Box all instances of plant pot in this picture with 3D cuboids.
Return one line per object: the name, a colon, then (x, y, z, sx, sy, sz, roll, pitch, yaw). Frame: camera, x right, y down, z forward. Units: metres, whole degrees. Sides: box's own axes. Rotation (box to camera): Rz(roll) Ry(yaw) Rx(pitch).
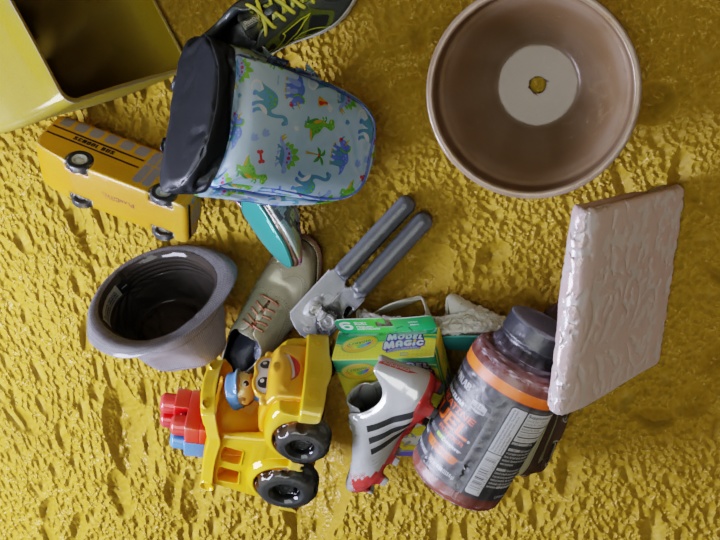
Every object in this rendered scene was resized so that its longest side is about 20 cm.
plant pot: (0.171, -0.177, 0.872, 0.200, 0.093, 0.202, 5, 107, 15)
plant pot: (-0.345, -0.252, 0.954, 0.176, 0.200, 0.201, -22, 100, 34)

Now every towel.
towel: (0.249, 0.022, 0.867, 0.032, 0.190, 0.201, 18, 113, 41)

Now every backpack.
backpack: (-0.081, -0.136, 0.906, 0.153, 0.199, 0.164, 6, 83, 45)

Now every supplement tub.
supplement tub: (0.139, 0.137, 0.910, 0.107, 0.107, 0.201, 28, 107, 6)

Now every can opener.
can opener: (0.000, 0.000, 1.004, 0.053, 0.067, 0.200, 43, 100, 0)

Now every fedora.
fedora: (-0.217, 0.056, 1.027, 0.199, 0.177, 0.091, 13, 140, 37)

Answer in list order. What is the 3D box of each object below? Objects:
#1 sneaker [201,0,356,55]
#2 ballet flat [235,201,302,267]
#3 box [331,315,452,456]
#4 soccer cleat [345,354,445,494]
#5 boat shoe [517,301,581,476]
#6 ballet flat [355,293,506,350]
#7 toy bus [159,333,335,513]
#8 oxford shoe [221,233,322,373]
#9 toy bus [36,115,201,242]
sneaker: (-0.083, -0.262, 0.923, 0.199, 0.085, 0.075, -32, 97, 22)
ballet flat: (-0.118, -0.094, 0.991, 0.200, 0.071, 0.069, 45, 153, 8)
box: (0.044, 0.129, 0.984, 0.117, 0.049, 0.201, -4, 130, 17)
soccer cleat: (0.015, 0.165, 0.952, 0.085, 0.069, 0.200, 28, 131, -2)
boat shoe: (0.208, 0.131, 0.978, 0.074, 0.075, 0.203, 15, 104, -30)
ballet flat: (0.081, 0.058, 0.988, 0.199, 0.072, 0.072, -6, 105, 16)
toy bus: (-0.128, 0.159, 0.992, 0.191, 0.136, 0.201, 11, 134, -6)
oxford shoe: (-0.104, 0.051, 1.030, 0.071, 0.074, 0.201, 29, 111, 8)
toy bus: (-0.272, -0.105, 1.023, 0.199, 0.078, 0.065, 21, 138, 9)
